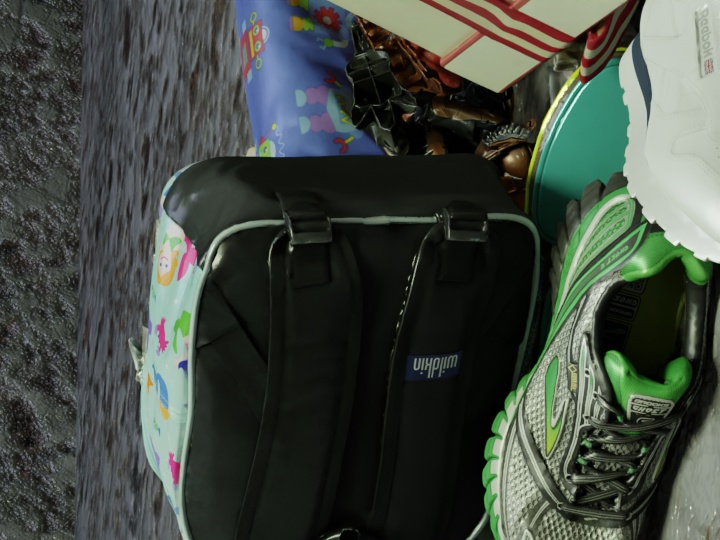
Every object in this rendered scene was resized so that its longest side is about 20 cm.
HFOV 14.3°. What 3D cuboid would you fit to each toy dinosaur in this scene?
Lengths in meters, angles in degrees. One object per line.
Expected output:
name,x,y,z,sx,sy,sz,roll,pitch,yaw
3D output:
toy dinosaur,0.043,-0.069,1.491,0.102,0.200,0.136,-47,-33,-18

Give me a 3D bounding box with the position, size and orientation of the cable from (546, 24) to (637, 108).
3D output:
cable,0.118,-0.126,1.444,0.200,0.050,0.097,-80,-15,-62

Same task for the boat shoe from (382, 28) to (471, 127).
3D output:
boat shoe,0.036,-0.069,1.693,0.060,0.072,0.202,-104,15,-64

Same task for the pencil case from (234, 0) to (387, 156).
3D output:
pencil case,-0.024,-0.115,1.584,0.078,0.087,0.200,132,137,-51

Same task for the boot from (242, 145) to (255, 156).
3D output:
boot,0.000,0.000,1.629,0.175,0.066,0.200,-54,50,41

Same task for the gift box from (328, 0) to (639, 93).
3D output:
gift box,0.056,-0.199,1.290,0.185,0.186,0.200,-67,11,-13

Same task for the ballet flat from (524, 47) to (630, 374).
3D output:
ballet flat,0.109,-0.009,1.338,0.067,0.067,0.201,-47,-36,-73

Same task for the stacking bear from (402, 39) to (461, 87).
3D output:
stacking bear,0.056,-0.204,1.583,0.121,0.113,0.201,127,142,-69

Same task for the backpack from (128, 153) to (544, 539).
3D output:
backpack,-0.016,0.044,1.327,0.151,0.177,0.201,-131,42,-62

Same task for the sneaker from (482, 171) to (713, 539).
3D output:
sneaker,0.106,0.061,1.267,0.085,0.078,0.201,-120,37,-69

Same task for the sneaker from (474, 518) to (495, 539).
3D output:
sneaker,0.048,0.150,1.403,0.067,0.090,0.201,-21,-68,-71

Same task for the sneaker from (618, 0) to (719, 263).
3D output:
sneaker,0.149,-0.071,1.141,0.200,0.076,0.081,-103,31,-54
